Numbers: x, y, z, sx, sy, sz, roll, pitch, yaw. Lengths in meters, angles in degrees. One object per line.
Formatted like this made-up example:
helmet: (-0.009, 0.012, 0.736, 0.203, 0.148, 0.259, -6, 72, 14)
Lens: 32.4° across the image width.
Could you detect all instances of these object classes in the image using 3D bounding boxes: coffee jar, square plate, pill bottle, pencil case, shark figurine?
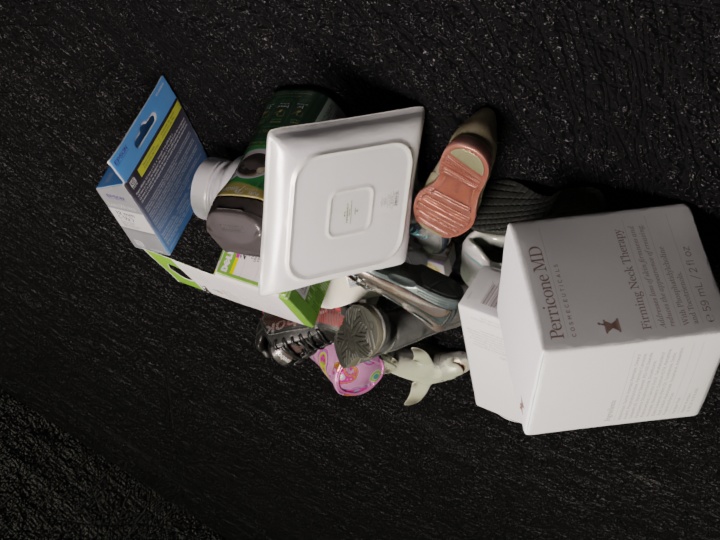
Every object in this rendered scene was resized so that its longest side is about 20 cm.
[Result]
coffee jar: (-0.093, -0.108, 1.416, 0.103, 0.202, 0.086, 6, 149, 38)
square plate: (-0.016, -0.072, 1.359, 0.028, 0.195, 0.203, 44, 137, 46)
pill bottle: (-0.114, -0.086, 1.583, 0.197, 0.112, 0.112, 15, 152, 25)
pencil case: (-0.043, 0.097, 1.792, 0.088, 0.087, 0.200, 51, 178, -42)
shark figurine: (0.056, 0.112, 1.842, 0.212, 0.090, 0.128, 28, 122, -21)

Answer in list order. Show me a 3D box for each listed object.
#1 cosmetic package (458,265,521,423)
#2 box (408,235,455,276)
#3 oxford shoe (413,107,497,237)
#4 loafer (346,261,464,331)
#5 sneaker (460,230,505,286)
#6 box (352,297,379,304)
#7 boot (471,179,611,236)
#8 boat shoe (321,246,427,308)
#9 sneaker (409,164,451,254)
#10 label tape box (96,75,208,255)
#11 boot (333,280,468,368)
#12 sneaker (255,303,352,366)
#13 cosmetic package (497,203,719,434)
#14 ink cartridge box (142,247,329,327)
cosmetic package: (0.187, 0.097, 1.515, 0.101, 0.074, 0.202, 21, 146, 28)
box: (0.028, -0.038, 1.621, 0.197, 0.039, 0.042, 18, 151, 18)
oxford shoe: (0.113, -0.103, 1.374, 0.070, 0.074, 0.200, 29, 151, -1)
loafer: (0.026, 0.011, 1.486, 0.198, 0.072, 0.063, 27, 121, 4)
sneaker: (0.209, 0.007, 1.499, 0.198, 0.071, 0.081, 18, 151, 20)
box: (-0.066, -0.010, 1.719, 0.197, 0.078, 0.095, 21, 155, 12)
boot: (0.217, -0.038, 1.417, 0.198, 0.069, 0.131, 7, 154, 38)
boat shoe: (0.000, 0.000, 1.597, 0.198, 0.068, 0.073, -15, 94, 42)
sneaker: (0.044, -0.074, 1.483, 0.077, 0.087, 0.201, 6, 147, 38)
label tape box: (-0.273, -0.137, 1.601, 0.065, 0.145, 0.201, 13, 152, 25)
boot: (0.074, 0.061, 1.593, 0.197, 0.074, 0.182, -13, 172, -18)
sneaker: (-0.073, 0.087, 1.702, 0.198, 0.099, 0.071, -2, 143, 45)
cosmetic package: (0.260, 0.053, 1.313, 0.196, 0.169, 0.167, -6, 144, -5)
ink cartridge box: (-0.149, -0.009, 1.533, 0.197, 0.077, 0.148, 18, 168, 15)
